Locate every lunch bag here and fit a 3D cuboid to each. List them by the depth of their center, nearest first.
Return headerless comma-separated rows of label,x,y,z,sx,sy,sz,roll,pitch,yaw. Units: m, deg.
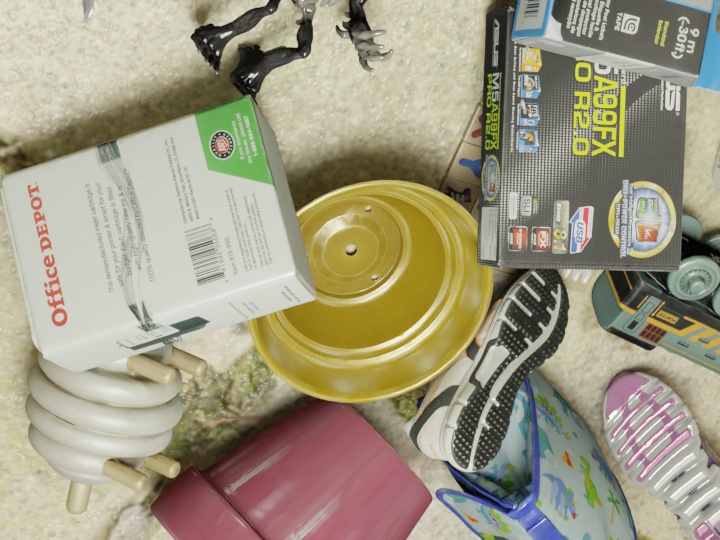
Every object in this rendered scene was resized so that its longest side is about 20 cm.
lunch bag,0.150,0.188,1.501,0.127,0.200,0.170,-39,122,8

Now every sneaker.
sneaker,0.102,0.072,1.466,0.074,0.080,0.200,49,62,-30
sneaker,0.286,0.172,1.606,0.080,0.088,0.200,-37,99,10

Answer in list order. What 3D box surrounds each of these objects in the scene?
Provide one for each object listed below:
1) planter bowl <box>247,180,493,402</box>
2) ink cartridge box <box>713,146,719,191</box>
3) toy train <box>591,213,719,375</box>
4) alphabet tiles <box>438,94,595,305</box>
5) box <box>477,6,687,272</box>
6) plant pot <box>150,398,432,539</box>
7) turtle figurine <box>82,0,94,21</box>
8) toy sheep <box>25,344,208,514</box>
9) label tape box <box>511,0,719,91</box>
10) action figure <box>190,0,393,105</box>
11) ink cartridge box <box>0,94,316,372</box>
planter bowl,0.000,0.000,1.423,0.200,0.084,0.201,-7,121,-11
ink cartridge box,0.413,-0.079,1.453,0.199,0.146,0.084,-1,119,-15
toy train,0.295,0.028,1.526,0.199,0.085,0.114,23,123,-27
alphabet tiles,0.144,-0.057,1.475,0.167,0.008,0.201,15,113,-22
box,0.175,-0.100,1.384,0.160,0.044,0.201,2,92,-19
plant pot,-0.046,0.207,1.476,0.179,0.200,0.200,-44,122,-7
turtle figurine,-0.178,-0.288,1.181,0.144,0.200,0.195,-11,124,-50
toy sheep,-0.201,0.104,1.399,0.137,0.138,0.201,14,102,-22
label tape box,0.226,-0.222,1.340,0.199,0.066,0.144,11,90,-18
action figure,-0.020,-0.199,1.294,0.200,0.102,0.119,-37,135,7
ink cartridge box,-0.149,-0.024,1.310,0.199,0.147,0.083,-16,164,6
